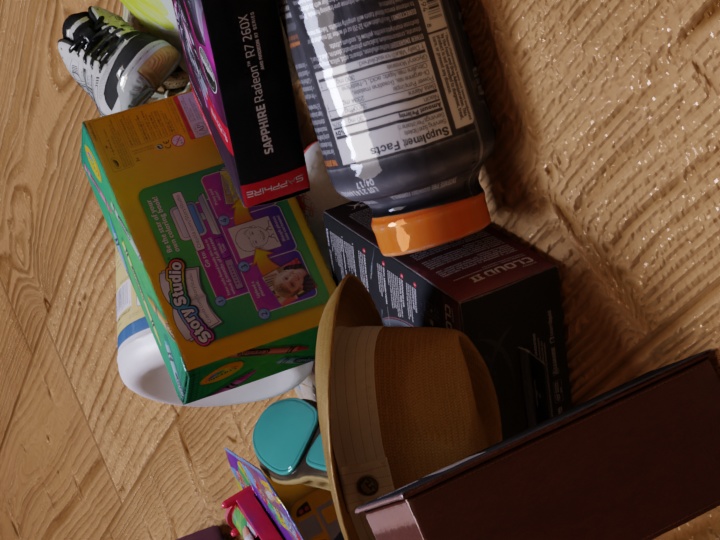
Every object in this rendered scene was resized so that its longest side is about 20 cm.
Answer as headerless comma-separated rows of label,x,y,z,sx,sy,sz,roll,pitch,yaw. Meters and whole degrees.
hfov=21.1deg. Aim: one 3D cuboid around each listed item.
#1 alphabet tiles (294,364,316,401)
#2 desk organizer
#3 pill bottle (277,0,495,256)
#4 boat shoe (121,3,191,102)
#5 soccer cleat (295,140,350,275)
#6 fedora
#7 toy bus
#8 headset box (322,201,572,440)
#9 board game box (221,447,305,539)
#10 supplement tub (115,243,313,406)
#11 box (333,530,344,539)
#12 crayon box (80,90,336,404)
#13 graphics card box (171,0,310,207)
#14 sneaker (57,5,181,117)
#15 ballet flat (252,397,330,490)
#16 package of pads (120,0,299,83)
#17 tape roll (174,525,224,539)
alphabet tiles,-0.006,0.142,1.497,0.201,0.015,0.196,65,165,-12
desk organizer,0.108,0.118,1.024,0.077,0.199,0.072,66,157,4
pill bottle,0.018,-0.112,1.162,0.106,0.106,0.201,2,110,66
boat shoe,-0.158,-0.182,1.556,0.063,0.073,0.201,51,151,44
soccer cleat,0.000,0.000,1.360,0.085,0.068,0.201,30,139,46
fedora,0.036,0.096,1.103,0.201,0.082,0.201,-11,-90,-77
toy bus,-0.042,0.199,1.572,0.078,0.065,0.200,63,167,-7
headset box,0.061,0.047,1.234,0.200,0.075,0.149,34,139,56
board game box,-0.073,0.223,1.501,0.158,0.039,0.200,64,166,-11
supplement tub,-0.110,-0.013,1.434,0.145,0.144,0.201,125,144,-63
box,0.043,0.220,1.191,0.160,0.200,0.044,26,139,21
crayon box,-0.101,-0.023,1.310,0.058,0.118,0.201,109,139,-63
graphics card box,-0.083,-0.153,1.200,0.126,0.051,0.200,-116,13,-44
sneaker,-0.190,-0.155,1.443,0.088,0.076,0.200,43,173,-10
ballet flat,-0.020,0.139,1.409,0.063,0.069,0.200,35,171,-22
package of pads,-0.113,-0.201,1.375,0.155,0.068,0.200,48,169,-27
tape roll,-0.222,0.336,1.965,0.085,0.199,0.200,66,158,8
